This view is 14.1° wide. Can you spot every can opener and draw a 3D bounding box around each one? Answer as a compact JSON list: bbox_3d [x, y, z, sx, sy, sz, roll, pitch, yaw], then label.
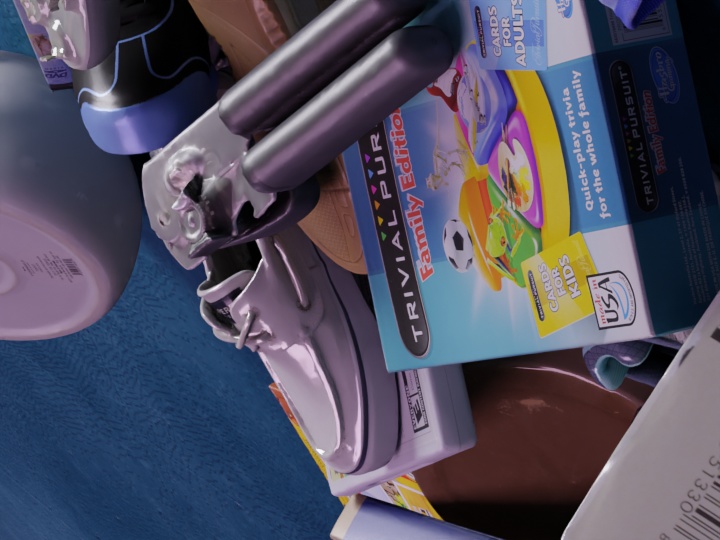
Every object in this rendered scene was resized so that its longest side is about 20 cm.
[{"bbox_3d":[-0.023,-0.062,1.225,0.200,0.067,0.054,-35,72,43],"label":"can opener"}]

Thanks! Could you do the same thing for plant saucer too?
[{"bbox_3d":[0.104,0.095,1.399,0.199,0.030,0.201,17,139,15],"label":"plant saucer"}]

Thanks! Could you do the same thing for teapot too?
[{"bbox_3d":[-0.213,-0.063,1.695,0.197,0.147,0.200,23,149,-20],"label":"teapot"}]

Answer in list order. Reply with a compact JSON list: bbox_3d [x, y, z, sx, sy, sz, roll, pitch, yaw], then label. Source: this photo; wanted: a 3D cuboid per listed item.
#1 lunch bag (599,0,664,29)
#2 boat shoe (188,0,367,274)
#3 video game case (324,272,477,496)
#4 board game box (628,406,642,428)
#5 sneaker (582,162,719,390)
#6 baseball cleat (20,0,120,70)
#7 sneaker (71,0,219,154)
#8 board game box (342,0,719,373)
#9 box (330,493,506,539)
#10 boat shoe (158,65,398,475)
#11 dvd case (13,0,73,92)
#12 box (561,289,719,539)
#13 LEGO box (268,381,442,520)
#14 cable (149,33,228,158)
[{"bbox_3d":[0.073,-0.197,0.881,0.170,0.124,0.200,43,168,13],"label":"lunch bag"},{"bbox_3d":[-0.020,-0.098,1.295,0.074,0.069,0.201,-10,107,55],"label":"boat shoe"},{"bbox_3d":[0.000,0.000,1.402,0.182,0.022,0.201,147,112,-70],"label":"video game case"},{"bbox_3d":[0.207,0.142,1.338,0.120,0.032,0.200,-2,133,32],"label":"board game box"},{"bbox_3d":[0.118,-0.001,1.207,0.200,0.086,0.078,47,161,9],"label":"sneaker"},{"bbox_3d":[-0.110,-0.191,1.253,0.070,0.106,0.201,19,123,57],"label":"baseball cleat"},{"bbox_3d":[-0.109,-0.132,1.339,0.200,0.070,0.078,-101,-7,-55],"label":"sneaker"},{"bbox_3d":[0.062,-0.042,1.175,0.200,0.047,0.152,-12,90,60],"label":"board game box"},{"bbox_3d":[0.086,0.169,1.431,0.121,0.032,0.200,42,161,-34],"label":"box"},{"bbox_3d":[-0.043,0.006,1.347,0.072,0.066,0.201,-5,104,55],"label":"boat shoe"},{"bbox_3d":[-0.158,-0.201,1.349,0.017,0.143,0.200,-7,141,9],"label":"dvd case"},{"bbox_3d":[0.187,0.105,1.122,0.109,0.128,0.200,32,178,36],"label":"box"},{"bbox_3d":[0.060,0.126,1.582,0.149,0.077,0.200,19,147,51],"label":"LEGO box"},{"bbox_3d":[-0.061,-0.053,1.442,0.200,0.051,0.164,133,124,-66],"label":"cable"}]
